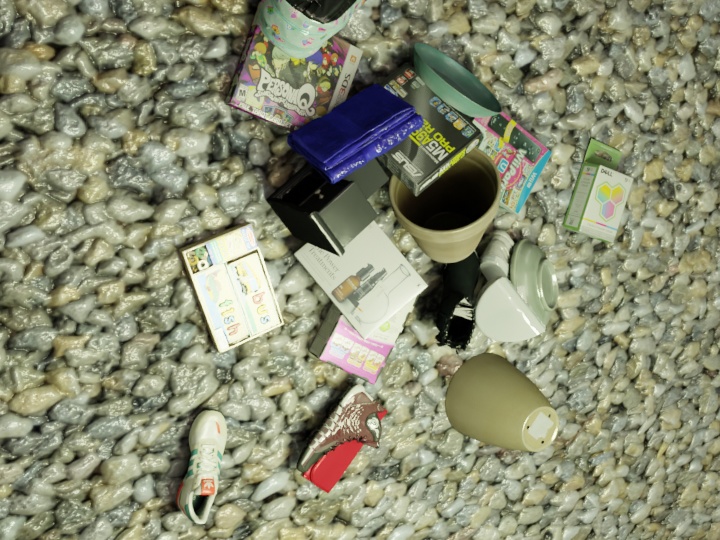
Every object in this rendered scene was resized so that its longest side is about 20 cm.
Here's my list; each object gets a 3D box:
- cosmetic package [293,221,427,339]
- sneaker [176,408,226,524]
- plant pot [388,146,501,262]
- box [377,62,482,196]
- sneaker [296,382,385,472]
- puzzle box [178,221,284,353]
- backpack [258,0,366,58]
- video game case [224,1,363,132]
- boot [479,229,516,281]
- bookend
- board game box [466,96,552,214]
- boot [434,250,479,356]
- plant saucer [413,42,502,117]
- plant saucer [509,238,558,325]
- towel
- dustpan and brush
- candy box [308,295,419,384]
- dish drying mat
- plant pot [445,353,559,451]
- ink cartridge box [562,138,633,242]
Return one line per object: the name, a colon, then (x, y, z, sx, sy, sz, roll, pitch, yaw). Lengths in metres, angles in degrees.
cosmetic package: (0.000, 0.000, 1.433, 0.151, 0.052, 0.200, -40, 90, -5)
sneaker: (-0.269, 0.349, 1.405, 0.070, 0.093, 0.201, 12, 96, -29)
plant pot: (0.158, -0.108, 1.468, 0.200, 0.200, 0.174, -41, 153, -14)
box: (0.091, -0.253, 1.416, 0.160, 0.044, 0.200, -39, 73, -15)
sneaker: (-0.025, 0.322, 1.513, 0.115, 0.076, 0.200, 37, 82, 0)
puzzle box: (-0.222, 0.030, 1.397, 0.133, 0.025, 0.201, -25, 111, -21)
backpack: (-0.074, -0.439, 1.281, 0.166, 0.127, 0.200, 32, 52, -6)
video game case: (-0.111, -0.333, 1.367, 0.199, 0.036, 0.182, 20, 90, -29)
boot: (0.308, 0.007, 1.641, 0.096, 0.073, 0.200, -63, 142, -30)
bookend: (-0.030, -0.137, 1.360, 0.199, 0.200, 0.092, -43, 117, -12)
board game box: (0.263, -0.225, 1.570, 0.200, 0.064, 0.148, 31, 87, -30)
boot: (0.190, 0.053, 1.533, 0.073, 0.162, 0.199, 14, 97, -1)
plant saucer: (0.168, -0.336, 1.440, 0.199, 0.200, 0.036, 23, 120, -29)
plant saucer: (0.364, 0.031, 1.628, 0.200, 0.050, 0.201, 19, 68, -56)
towel: (-0.011, -0.239, 1.336, 0.200, 0.148, 0.050, -34, 142, -16)
dustpan and brush: (0.255, 0.099, 1.576, 0.140, 0.200, 0.057, 51, 33, -5)
candy box: (0.009, 0.096, 1.510, 0.136, 0.061, 0.201, 29, 88, -27)
dish drying mat: (-0.029, 0.340, 1.570, 0.077, 0.018, 0.200, 40, 82, -29)
plant pot: (0.304, 0.287, 1.627, 0.186, 0.200, 0.188, -6, 103, -26)
ink cartridge box: (0.519, -0.171, 1.715, 0.103, 0.059, 0.201, 15, 94, -29)
